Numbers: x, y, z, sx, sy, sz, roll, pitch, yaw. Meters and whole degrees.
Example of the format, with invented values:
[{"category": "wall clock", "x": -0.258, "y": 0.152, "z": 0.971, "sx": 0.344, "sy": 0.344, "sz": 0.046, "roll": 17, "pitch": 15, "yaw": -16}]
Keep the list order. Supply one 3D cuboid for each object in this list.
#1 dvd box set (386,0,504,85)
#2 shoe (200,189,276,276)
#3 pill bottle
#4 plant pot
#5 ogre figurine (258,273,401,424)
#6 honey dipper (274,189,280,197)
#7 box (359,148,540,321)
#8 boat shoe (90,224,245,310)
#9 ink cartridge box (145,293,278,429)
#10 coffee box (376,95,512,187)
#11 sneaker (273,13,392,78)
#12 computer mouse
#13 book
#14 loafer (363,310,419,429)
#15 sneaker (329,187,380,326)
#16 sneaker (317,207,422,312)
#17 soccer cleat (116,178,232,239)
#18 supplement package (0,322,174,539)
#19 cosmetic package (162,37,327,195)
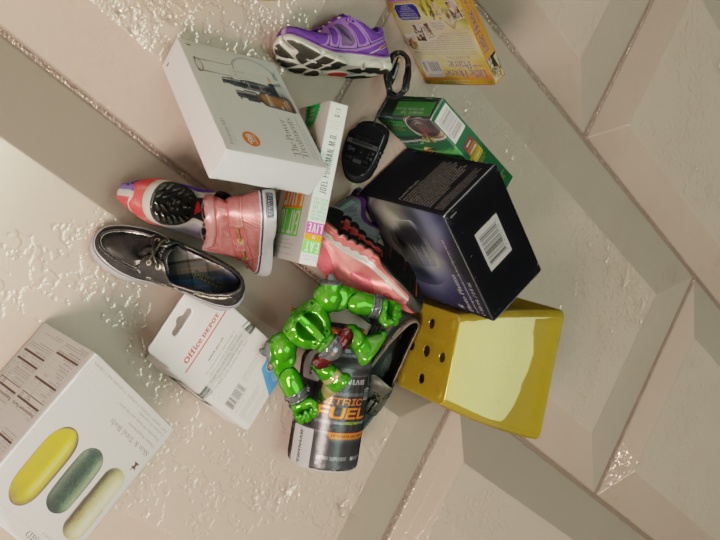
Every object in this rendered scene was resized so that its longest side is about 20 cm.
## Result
[{"category": "dvd box set", "x": 0.111, "y": -0.354, "z": 1.439, "sx": 0.029, "sy": 0.145, "sz": 0.201, "roll": -47, "pitch": 125, "yaw": -24}, {"category": "shoe", "x": -0.155, "y": -0.046, "z": 1.269, "sx": 0.089, "sy": 0.200, "sz": 0.073, "roll": -2, "pitch": 71, "yaw": -9}, {"category": "pill bottle", "x": -0.041, "y": 0.178, "z": 1.454, "sx": 0.105, "sy": 0.105, "sz": 0.204, "roll": 4, "pitch": 96, "yaw": -40}, {"category": "plant pot", "x": 0.171, "y": 0.133, "z": 1.577, "sx": 0.174, "sy": 0.199, "sz": 0.204, "roll": 10, "pitch": 94, "yaw": -32}, {"category": "ogre figurine", "x": -0.046, "y": 0.092, "z": 1.348, "sx": 0.200, "sy": 0.098, "sz": 0.120, "roll": -42, "pitch": 105, "yaw": 14}, {"category": "honey dipper", "x": -0.114, "y": -0.110, "z": 1.378, "sx": 0.038, "sy": 0.038, "sz": 0.202, "roll": 37, "pitch": 79, "yaw": -39}, {"category": "box", "x": 0.130, "y": -0.055, "z": 1.485, "sx": 0.123, "sy": 0.197, "sz": 0.202, "roll": -42, "pitch": 123, "yaw": -21}, {"category": "boat shoe", "x": -0.230, "y": -0.008, "z": 1.224, "sx": 0.197, "sy": 0.066, "sz": 0.071, "roll": 26, "pitch": 68, "yaw": -8}, {"category": "ink cartridge box", "x": -0.197, "y": 0.105, "z": 1.330, "sx": 0.200, "sy": 0.067, "sz": 0.117, "roll": 46, "pitch": 68, "yaw": -37}, {"category": "coffee box", "x": 0.128, "y": -0.183, "z": 1.507, "sx": 0.200, "sy": 0.122, "sz": 0.044, "roll": 40, "pitch": 73, "yaw": -40}, {"category": "sneaker", "x": -0.041, "y": -0.312, "z": 1.382, "sx": 0.198, "sy": 0.080, "sz": 0.085, "roll": -4, "pitch": 86, "yaw": -47}, {"category": "computer mouse", "x": 0.027, "y": -0.219, "z": 1.455, "sx": 0.203, "sy": 0.058, "sz": 0.034, "roll": -66, "pitch": 160, "yaw": -2}, {"category": "book", "x": -0.064, "y": -0.111, "z": 1.306, "sx": 0.047, "sy": 0.133, "sz": 0.204, "roll": 11, "pitch": 90, "yaw": -19}, {"category": "loafer", "x": 0.029, "y": 0.153, "z": 1.535, "sx": 0.071, "sy": 0.062, "sz": 0.203, "roll": 28, "pitch": 81, "yaw": -40}, {"category": "sneaker", "x": 0.012, "y": -0.018, "z": 1.480, "sx": 0.087, "sy": 0.074, "sz": 0.202, "roll": -40, "pitch": 122, "yaw": -32}, {"category": "sneaker", "x": 0.000, "y": 0.000, "z": 1.406, "sx": 0.199, "sy": 0.074, "sz": 0.087, "roll": 39, "pitch": 117, "yaw": -11}, {"category": "soccer cleat", "x": -0.220, "y": -0.077, "z": 1.278, "sx": 0.199, "sy": 0.072, "sz": 0.069, "roll": 16, "pitch": 89, "yaw": -60}, {"category": "supplement package", "x": -0.354, "y": 0.198, "z": 1.163, "sx": 0.201, "sy": 0.150, "sz": 0.152, "roll": -51, "pitch": 127, "yaw": -19}, {"category": "cosmetic package", "x": -0.143, "y": -0.188, "z": 1.236, "sx": 0.149, "sy": 0.202, "sz": 0.052, "roll": 4, "pitch": 136, "yaw": -39}]
